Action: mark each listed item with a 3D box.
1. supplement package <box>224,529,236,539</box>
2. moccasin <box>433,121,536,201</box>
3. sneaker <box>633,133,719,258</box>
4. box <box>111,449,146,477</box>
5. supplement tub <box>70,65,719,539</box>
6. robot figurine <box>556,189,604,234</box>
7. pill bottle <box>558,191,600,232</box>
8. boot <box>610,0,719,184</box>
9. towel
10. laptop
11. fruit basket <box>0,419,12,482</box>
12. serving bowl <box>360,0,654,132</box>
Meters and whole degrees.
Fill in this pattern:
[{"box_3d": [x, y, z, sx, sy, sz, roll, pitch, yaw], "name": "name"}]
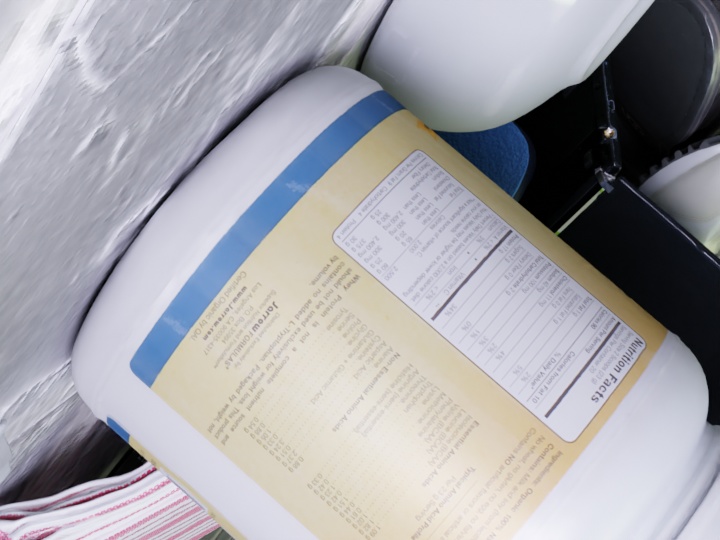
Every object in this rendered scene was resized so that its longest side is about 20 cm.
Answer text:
[{"box_3d": [0.001, 0.144, 1.100, 0.110, 0.200, 0.114, -44, 173, -42], "name": "supplement package"}, {"box_3d": [0.000, 0.000, 0.796, 0.200, 0.081, 0.068, -40, 161, 13], "name": "moccasin"}, {"box_3d": [0.157, 0.007, 0.832, 0.070, 0.094, 0.200, -22, 163, -35], "name": "sneaker"}, {"box_3d": [-0.124, 0.148, 0.928, 0.200, 0.043, 0.160, -51, 175, 7], "name": "box"}, {"box_3d": [0.021, 0.046, 0.569, 0.145, 0.200, 0.145, -49, 175, -6], "name": "supplement tub"}, {"box_3d": [0.095, -0.019, 1.100, 0.201, 0.115, 0.176, -59, 161, -33], "name": "robot figurine"}, {"box_3d": [0.147, -0.121, 0.954, 0.200, 0.112, 0.112, -51, 175, 14], "name": "pill bottle"}, {"box_3d": [0.196, -0.117, 0.843, 0.173, 0.069, 0.200, -33, 164, -11], "name": "boot"}, {"box_3d": [-0.092, 0.102, 0.733, 0.146, 0.030, 0.200, -26, 169, -20], "name": "towel"}, {"box_3d": [0.113, -0.021, 0.811, 0.177, 0.103, 0.201, 132, -38, -54], "name": "laptop"}, {"box_3d": [-0.130, 0.112, 0.360, 0.185, 0.094, 0.200, -49, 178, -15], "name": "fruit basket"}, {"box_3d": [0.086, -0.126, 0.661, 0.200, 0.066, 0.200, -50, 176, -5], "name": "serving bowl"}]
